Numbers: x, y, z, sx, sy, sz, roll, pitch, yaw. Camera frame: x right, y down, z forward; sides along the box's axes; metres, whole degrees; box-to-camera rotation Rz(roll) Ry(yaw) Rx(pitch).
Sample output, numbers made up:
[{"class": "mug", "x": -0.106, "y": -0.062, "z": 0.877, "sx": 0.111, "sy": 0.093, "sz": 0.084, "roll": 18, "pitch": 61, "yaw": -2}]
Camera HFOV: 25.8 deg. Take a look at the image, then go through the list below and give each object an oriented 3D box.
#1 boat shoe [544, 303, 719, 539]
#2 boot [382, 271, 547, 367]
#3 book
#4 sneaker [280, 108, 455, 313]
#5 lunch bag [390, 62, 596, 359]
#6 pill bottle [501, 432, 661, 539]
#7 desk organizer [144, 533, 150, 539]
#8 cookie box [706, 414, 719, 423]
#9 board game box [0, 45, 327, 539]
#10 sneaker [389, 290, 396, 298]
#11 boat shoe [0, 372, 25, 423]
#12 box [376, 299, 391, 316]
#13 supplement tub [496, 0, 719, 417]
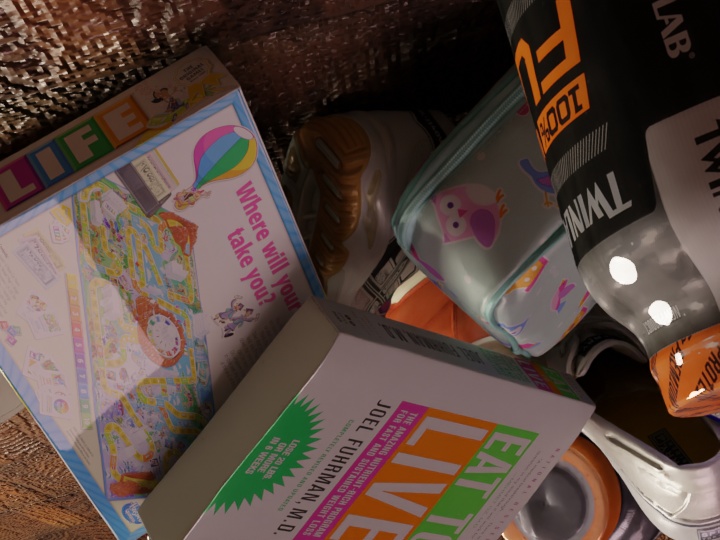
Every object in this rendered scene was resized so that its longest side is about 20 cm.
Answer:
[{"class": "boat shoe", "x": 0.129, "y": 0.055, "z": 0.825, "sx": 0.071, "sy": 0.200, "sz": 0.070, "roll": -27, "pitch": 134, "yaw": -9}, {"class": "boot", "x": 0.031, "y": 0.073, "z": 0.884, "sx": 0.075, "sy": 0.108, "sz": 0.200, "roll": 12, "pitch": 134, "yaw": -30}, {"class": "book", "x": 0.010, "y": 0.086, "z": 0.738, "sx": 0.200, "sy": 0.048, "sz": 0.134, "roll": 17, "pitch": 118, "yaw": -47}, {"class": "sneaker", "x": 0.000, "y": 0.000, "z": 0.785, "sx": 0.087, "sy": 0.076, "sz": 0.200, "roll": -16, "pitch": 150, "yaw": -30}, {"class": "lunch bag", "x": 0.099, "y": -0.042, "z": 0.715, "sx": 0.160, "sy": 0.077, "sz": 0.200, "roll": -48, "pitch": 166, "yaw": 2}, {"class": "pill bottle", "x": 0.146, "y": 0.113, "z": 0.936, "sx": 0.106, "sy": 0.107, "sz": 0.200, "roll": -23, "pitch": 176, "yaw": 29}, {"class": "desk organizer", "x": -0.124, "y": 0.029, "z": 0.738, "sx": 0.072, "sy": 0.077, "sz": 0.200, "roll": -41, "pitch": 141, "yaw": -23}, {"class": "cookie box", "x": 0.232, "y": -0.034, "z": 0.725, "sx": 0.075, "sy": 0.201, "sz": 0.171, "roll": 26, "pitch": 158, "yaw": -4}, {"class": "board game box", "x": -0.084, "y": 0.019, "z": 0.663, "sx": 0.134, "sy": 0.034, "sz": 0.200, "roll": -30, "pitch": 137, "yaw": -9}, {"class": "sneaker", "x": -0.063, "y": 0.025, "z": 0.900, "sx": 0.199, "sy": 0.072, "sz": 0.080, "roll": -17, "pitch": 162, "yaw": 1}, {"class": "boat shoe", "x": -0.256, "y": 0.052, "z": 0.868, "sx": 0.062, "sy": 0.073, "sz": 0.200, "roll": 26, "pitch": -162, "yaw": 30}, {"class": "box", "x": 0.035, "y": 0.048, "z": 1.043, "sx": 0.175, "sy": 0.097, "sz": 0.200, "roll": -16, "pitch": 167, "yaw": 6}, {"class": "supplement tub", "x": 0.107, "y": -0.066, "z": 0.460, "sx": 0.122, "sy": 0.201, "sz": 0.123, "roll": -14, "pitch": 165, "yaw": -4}]
